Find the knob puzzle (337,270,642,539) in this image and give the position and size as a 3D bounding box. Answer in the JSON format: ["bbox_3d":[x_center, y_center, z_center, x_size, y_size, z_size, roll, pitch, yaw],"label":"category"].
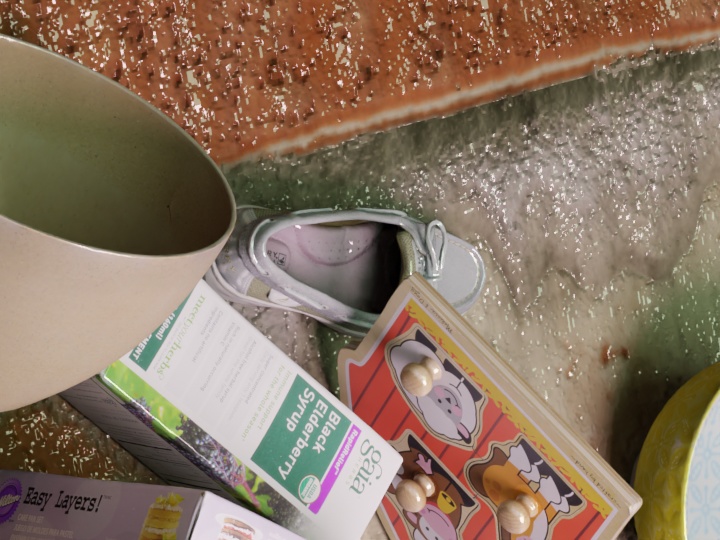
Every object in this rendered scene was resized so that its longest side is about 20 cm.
[{"bbox_3d":[0.051,0.119,1.321,0.030,0.219,0.220,-36,113,-34],"label":"knob puzzle"}]

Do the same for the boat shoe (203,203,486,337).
[{"bbox_3d":[0.000,-0.002,1.347,0.202,0.065,0.075,12,84,-40],"label":"boat shoe"}]

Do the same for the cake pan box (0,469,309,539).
[{"bbox_3d":[-0.071,0.163,1.217,0.200,0.184,0.052,30,72,-35],"label":"cake pan box"}]

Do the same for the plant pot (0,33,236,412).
[{"bbox_3d":[-0.178,-0.012,1.141,0.200,0.200,0.135,7,122,-40],"label":"plant pot"}]

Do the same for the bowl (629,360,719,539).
[{"bbox_3d":[0.239,0.145,1.523,0.200,0.108,0.201,0,90,-39],"label":"bowl"}]

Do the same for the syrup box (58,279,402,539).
[{"bbox_3d":[-0.076,0.078,1.276,0.200,0.081,0.079,43,66,-31],"label":"syrup box"}]
